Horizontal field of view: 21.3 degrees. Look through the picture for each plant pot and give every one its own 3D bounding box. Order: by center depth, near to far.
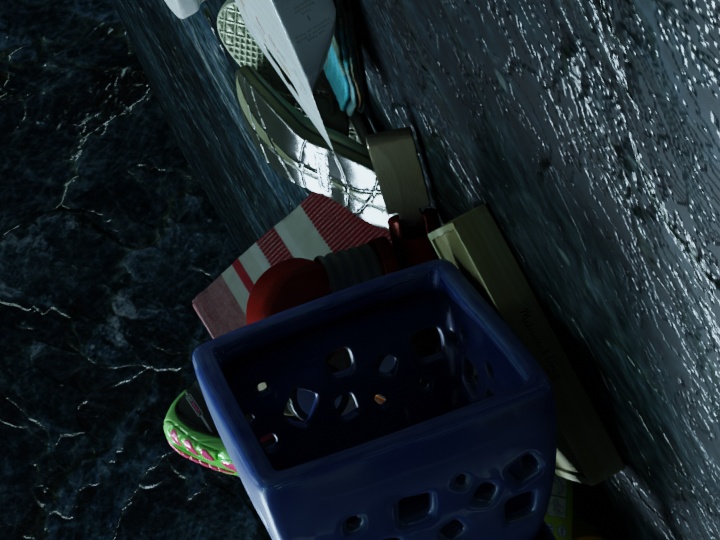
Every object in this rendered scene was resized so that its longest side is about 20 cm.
[{"bbox_3d":[0.020,0.133,1.284,0.200,0.199,0.180,-125,17,-59],"label":"plant pot"}]

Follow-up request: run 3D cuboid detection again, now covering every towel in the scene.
[{"bbox_3d":[-0.043,-0.214,1.442,0.147,0.022,0.200,59,173,18],"label":"towel"},{"bbox_3d":[-0.042,0.006,1.612,0.023,0.200,0.144,42,-171,-46],"label":"towel"}]

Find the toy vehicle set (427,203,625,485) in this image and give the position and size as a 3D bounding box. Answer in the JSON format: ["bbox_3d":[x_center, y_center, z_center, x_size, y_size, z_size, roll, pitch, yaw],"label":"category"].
[{"bbox_3d":[0.112,0.052,1.323,0.201,0.026,0.124,62,174,-1],"label":"toy vehicle set"}]

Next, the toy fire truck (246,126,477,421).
[{"bbox_3d":[0.000,0.000,1.428,0.129,0.175,0.201,-165,62,-75],"label":"toy fire truck"}]

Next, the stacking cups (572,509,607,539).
[{"bbox_3d":[0.157,0.207,1.551,0.061,0.060,0.200,63,178,-16],"label":"stacking cups"}]

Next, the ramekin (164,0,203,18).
[{"bbox_3d":[-0.154,-0.316,1.562,0.203,0.094,0.202,60,174,10],"label":"ramekin"}]

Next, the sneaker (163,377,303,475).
[{"bbox_3d":[-0.064,0.142,1.602,0.199,0.084,0.077,22,162,2],"label":"sneaker"}]

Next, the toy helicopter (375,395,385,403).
[{"bbox_3d":[0.027,0.140,1.482,0.079,0.133,0.200,31,147,-32],"label":"toy helicopter"}]

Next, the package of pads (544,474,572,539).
[{"bbox_3d":[0.105,0.228,1.462,0.200,0.068,0.155,115,161,-63],"label":"package of pads"}]

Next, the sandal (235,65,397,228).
[{"bbox_3d":[-0.024,-0.101,1.535,0.201,0.057,0.080,34,149,24],"label":"sandal"}]

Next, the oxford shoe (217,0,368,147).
[{"bbox_3d":[-0.043,-0.149,1.590,0.200,0.075,0.058,55,-146,-8],"label":"oxford shoe"}]

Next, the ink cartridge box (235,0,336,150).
[{"bbox_3d":[-0.062,-0.207,1.386,0.163,0.057,0.200,56,178,38],"label":"ink cartridge box"}]

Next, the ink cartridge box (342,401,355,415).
[{"bbox_3d":[-0.027,0.077,1.700,0.116,0.201,0.068,24,162,5],"label":"ink cartridge box"}]
